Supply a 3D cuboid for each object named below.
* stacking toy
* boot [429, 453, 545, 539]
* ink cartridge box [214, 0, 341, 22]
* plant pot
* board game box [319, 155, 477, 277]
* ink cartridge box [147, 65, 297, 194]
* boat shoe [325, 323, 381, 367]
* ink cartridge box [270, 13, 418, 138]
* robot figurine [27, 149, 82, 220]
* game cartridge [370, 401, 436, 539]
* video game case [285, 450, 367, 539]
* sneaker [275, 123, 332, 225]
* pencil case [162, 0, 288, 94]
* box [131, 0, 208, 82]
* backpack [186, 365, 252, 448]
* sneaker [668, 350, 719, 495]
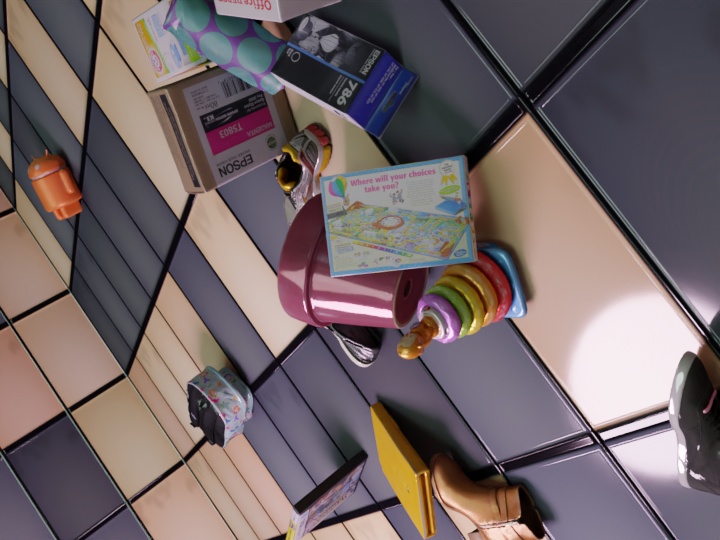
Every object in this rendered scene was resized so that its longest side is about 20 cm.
[{"bbox_3d":[0.116,0.054,0.921,0.115,0.199,0.111,-2,117,53],"label":"stacking toy"},{"bbox_3d":[0.216,0.385,1.193,0.201,0.073,0.155,55,139,5],"label":"boot"},{"bbox_3d":[-0.105,-0.431,0.859,0.145,0.145,0.203,23,134,41],"label":"ink cartridge box"},{"bbox_3d":[0.000,0.000,1.056,0.176,0.200,0.203,16,131,23],"label":"plant pot"},{"bbox_3d":[0.049,-0.069,0.926,0.196,0.034,0.137,-5,93,18],"label":"board game box"},{"bbox_3d":[-0.209,-0.237,1.104,0.074,0.199,0.167,8,124,49],"label":"ink cartridge box"},{"bbox_3d":[-0.035,0.082,1.255,0.200,0.074,0.066,52,144,7],"label":"boat shoe"},{"bbox_3d":[-0.026,-0.265,0.940,0.199,0.100,0.039,34,-179,29],"label":"ink cartridge box"},{"bbox_3d":[-0.903,-0.253,2.065,0.203,0.115,0.144,69,169,-18],"label":"robot figurine"},{"bbox_3d":[0.080,0.376,1.329,0.200,0.032,0.179,-129,25,-54],"label":"game cartridge"},{"bbox_3d":[-0.075,0.500,1.531,0.025,0.199,0.182,42,144,24],"label":"video game case"},{"bbox_3d":[-0.109,-0.149,1.154,0.078,0.082,0.202,41,144,22],"label":"sneaker"},{"bbox_3d":[-0.184,-0.341,1.024,0.198,0.094,0.085,29,151,-15],"label":"pencil case"},{"bbox_3d":[-0.278,-0.394,1.154,0.198,0.101,0.114,4,119,51],"label":"box"},{"bbox_3d":[-0.372,0.346,1.835,0.177,0.150,0.201,39,150,20],"label":"backpack"},{"bbox_3d":[0.403,0.176,0.774,0.098,0.071,0.203,12,131,45],"label":"sneaker"}]
